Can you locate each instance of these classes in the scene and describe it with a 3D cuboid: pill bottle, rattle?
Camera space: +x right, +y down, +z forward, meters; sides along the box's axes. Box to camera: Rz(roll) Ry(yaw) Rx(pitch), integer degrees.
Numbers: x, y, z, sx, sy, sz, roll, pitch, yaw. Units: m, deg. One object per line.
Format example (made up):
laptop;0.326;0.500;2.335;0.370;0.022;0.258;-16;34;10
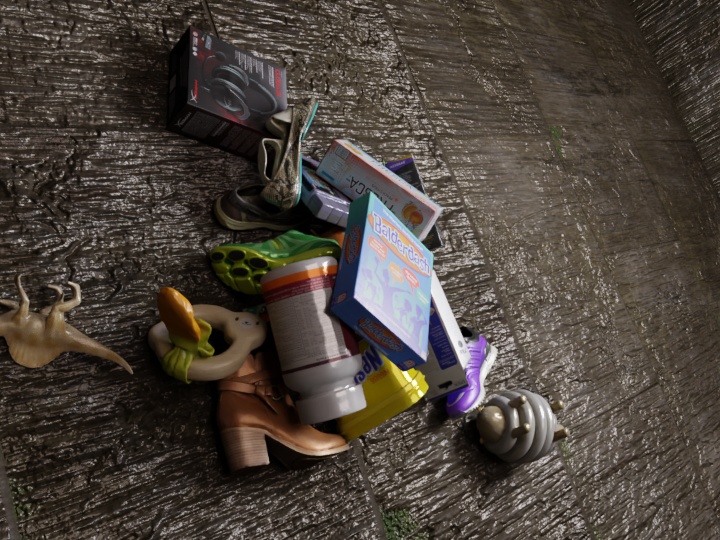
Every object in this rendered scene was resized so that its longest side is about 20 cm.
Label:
pill bottle;-0.059;0.092;0.976;0.109;0.109;0.203;-10;83;-45
rattle;-0.173;0.047;0.959;0.198;0.130;0.145;-18;119;-32

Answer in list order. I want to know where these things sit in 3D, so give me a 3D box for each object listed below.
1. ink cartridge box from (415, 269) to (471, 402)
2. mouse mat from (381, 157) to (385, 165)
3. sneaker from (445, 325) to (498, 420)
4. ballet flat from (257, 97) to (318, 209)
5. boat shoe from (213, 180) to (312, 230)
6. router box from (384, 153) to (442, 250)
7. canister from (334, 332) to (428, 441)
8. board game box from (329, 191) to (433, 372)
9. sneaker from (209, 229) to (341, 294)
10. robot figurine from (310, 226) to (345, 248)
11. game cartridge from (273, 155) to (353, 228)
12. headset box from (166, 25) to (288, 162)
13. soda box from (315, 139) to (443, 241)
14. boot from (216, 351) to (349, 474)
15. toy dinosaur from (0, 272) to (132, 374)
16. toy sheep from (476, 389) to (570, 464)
ink cartridge box;0.119;0.110;1.246;0.039;0.099;0.203;-11;76;-46
mouse mat;0.076;-0.085;1.310;0.161;0.007;0.203;51;21;-71
sneaker;0.170;0.170;1.288;0.100;0.069;0.201;48;36;-11
ballet flat;-0.114;-0.189;1.115;0.074;0.068;0.203;18;64;-17
boat shoe;-0.132;-0.104;1.149;0.199;0.065;0.074;-16;78;-48
router box;0.097;-0.110;1.288;0.200;0.051;0.160;-14;86;-83
canister;-0.015;0.125;1.078;0.202;0.148;0.086;57;19;1
board game box;0.036;0.013;1.010;0.152;0.045;0.202;42;37;-30
sneaker;-0.118;-0.013;1.077;0.196;0.075;0.084;0;26;-5
robot figurine;0.000;0.001;1.180;0.198;0.116;0.146;22;94;-34
game cartridge;-0.056;-0.130;1.184;0.129;0.039;0.200;23;20;-40
headset box;-0.199;-0.270;1.170;0.198;0.077;0.151;16;58;-35
soda box;0.030;-0.126;1.164;0.199;0.064;0.068;37;18;10
boot;-0.109;0.192;1.016;0.198;0.077;0.157;3;62;-34
toy dinosaur;-0.362;0.064;0.862;0.198;0.058;0.103;15;73;-28
toy sheep;0.283;0.271;1.287;0.198;0.138;0.140;16;57;-26
